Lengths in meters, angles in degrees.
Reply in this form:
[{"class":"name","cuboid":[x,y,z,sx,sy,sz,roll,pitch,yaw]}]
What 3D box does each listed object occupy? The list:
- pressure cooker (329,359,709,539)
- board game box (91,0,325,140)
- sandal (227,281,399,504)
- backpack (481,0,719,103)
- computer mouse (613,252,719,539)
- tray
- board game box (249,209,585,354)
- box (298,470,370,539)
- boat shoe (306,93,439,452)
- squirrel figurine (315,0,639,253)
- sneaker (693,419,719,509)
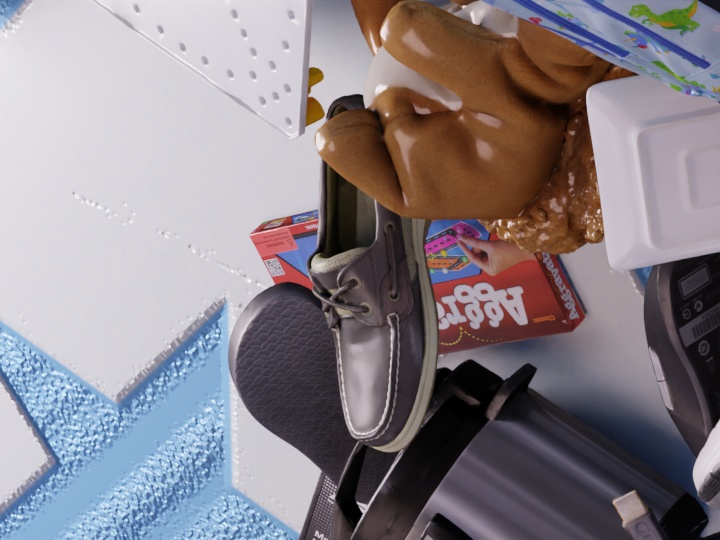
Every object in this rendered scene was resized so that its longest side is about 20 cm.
[{"class":"pressure cooker","cuboid":[0.077,0.158,1.630,0.200,0.176,0.179,34,168,13]},{"class":"board game box","cuboid":[-0.088,-0.200,1.559,0.200,0.026,0.200,36,138,33]},{"class":"sandal","cuboid":[-0.025,0.072,1.670,0.200,0.076,0.043,59,-176,-48]},{"class":"backpack","cuboid":[0.123,-0.173,1.303,0.200,0.164,0.154,25,156,-34]},{"class":"computer mouse","cuboid":[0.175,0.078,1.527,0.046,0.140,0.200,10,130,54]},{"class":"tray","cuboid":[0.215,-0.059,1.384,0.199,0.022,0.108,-12,120,0]},{"class":"board game box","cuboid":[0.031,0.003,1.660,0.200,0.019,0.103,-12,113,42]},{"class":"box","cuboid":[0.050,0.216,1.788,0.200,0.044,0.160,32,136,14]},{"class":"boat shoe","cuboid":[0.001,-0.001,1.575,0.072,0.066,0.201,-6,79,50]},{"class":"squirrel figurine","cuboid":[0.104,-0.101,1.457,0.200,0.142,0.187,41,128,-16]},{"class":"sneaker","cuboid":[0.240,0.046,1.466,0.074,0.087,0.200,22,120,-31]}]
